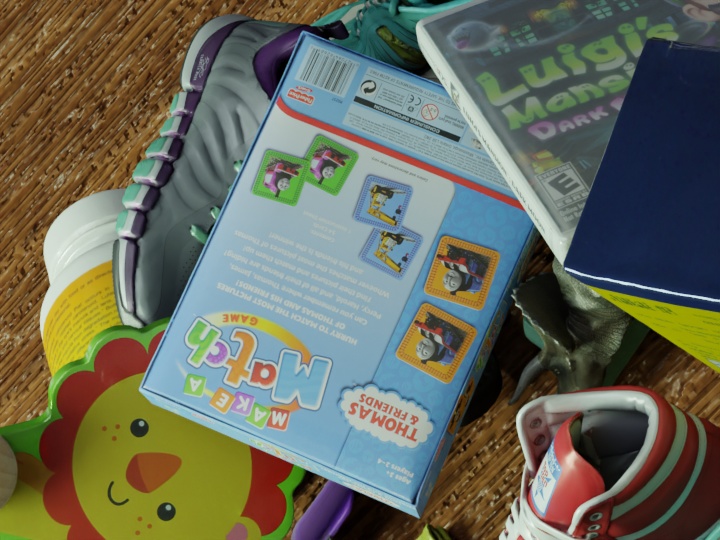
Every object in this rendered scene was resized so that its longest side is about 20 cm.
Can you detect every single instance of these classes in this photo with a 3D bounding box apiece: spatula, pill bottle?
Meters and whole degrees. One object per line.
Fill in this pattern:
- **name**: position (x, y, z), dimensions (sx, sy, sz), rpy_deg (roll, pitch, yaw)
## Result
- **spatula**: position (-0.001, 0.163, 1.236), dimensions (0.057, 0.020, 0.200), rpy_deg (-55, 30, 15)
- **pill bottle**: position (-0.118, 0.051, 1.375), dimensions (0.111, 0.111, 0.201), rpy_deg (-40, 46, 20)

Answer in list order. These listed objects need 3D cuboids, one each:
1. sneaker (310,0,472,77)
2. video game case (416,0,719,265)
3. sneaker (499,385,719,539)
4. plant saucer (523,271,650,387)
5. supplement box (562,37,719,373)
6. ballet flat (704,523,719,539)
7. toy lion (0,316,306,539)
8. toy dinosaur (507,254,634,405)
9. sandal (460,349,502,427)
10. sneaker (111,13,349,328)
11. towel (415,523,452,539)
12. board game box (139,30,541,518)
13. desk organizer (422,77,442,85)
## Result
- **sneaker**: position (0.032, -0.149, 1.366), dimensions (0.199, 0.079, 0.078), rpy_deg (-20, 56, 36)
- **video game case**: position (0.150, -0.097, 1.186), dimensions (0.199, 0.023, 0.182), rpy_deg (-21, 45, -9)
- **sneaker**: position (0.083, 0.130, 1.127), dimensions (0.200, 0.112, 0.071), rpy_deg (-43, 48, 9)
- **plant saucer**: position (0.154, -0.037, 1.235), dimensions (0.201, 0.019, 0.070), rpy_deg (-57, 42, 5)
- **supplement box**: position (0.197, -0.005, 1.039), dimensions (0.108, 0.200, 0.110), rpy_deg (12, 76, 46)
- **ballet flat**: position (0.151, 0.165, 1.098), dimensions (0.200, 0.069, 0.070), rpy_deg (-46, 44, 14)
- **toy lion**: position (-0.118, 0.130, 1.250), dimensions (0.069, 0.190, 0.202), rpy_deg (-158, 57, -79)
- **toy dinosaur**: position (0.129, -0.029, 1.186), dimensions (0.102, 0.077, 0.202), rpy_deg (9, 80, 28)
- **sandal**: position (-0.008, 0.042, 1.316), dimensions (0.075, 0.048, 0.200), rpy_deg (-37, 46, -26)
- **sneaker**: position (-0.067, -0.049, 1.297), dimensions (0.087, 0.074, 0.202), rpy_deg (-1, 66, 37)
- **towel**: position (0.049, 0.219, 1.194), dimensions (0.086, 0.018, 0.200), rpy_deg (-46, 44, 14)
- **board game box**: position (0.000, 0.000, 1.214), dimensions (0.150, 0.037, 0.201), rpy_deg (22, 77, 12)
- **desk organizer**: position (0.010, -0.060, 1.340), dimensions (0.199, 0.077, 0.072), rpy_deg (8, 74, 45)
